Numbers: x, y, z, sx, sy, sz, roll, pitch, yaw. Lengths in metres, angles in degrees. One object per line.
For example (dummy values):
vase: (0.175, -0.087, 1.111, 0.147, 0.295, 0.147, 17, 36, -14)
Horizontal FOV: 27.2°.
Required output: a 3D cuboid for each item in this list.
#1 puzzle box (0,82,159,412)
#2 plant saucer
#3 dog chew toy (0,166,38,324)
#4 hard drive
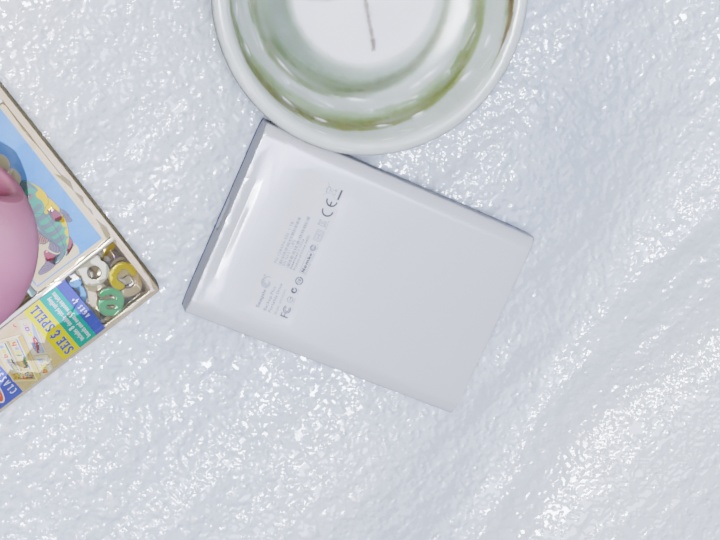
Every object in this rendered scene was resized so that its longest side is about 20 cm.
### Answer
puzzle box: (-0.234, -0.026, 0.909, 0.133, 0.025, 0.200, -37, 111, -1)
plant saucer: (0.004, -0.174, 0.916, 0.198, 0.050, 0.202, -4, 106, -13)
dog chew toy: (-0.269, 0.023, 0.842, 0.124, 0.125, 0.201, 30, 105, -20)
hard drive: (0.000, 0.000, 0.976, 0.199, 0.025, 0.133, 22, 99, -19)
